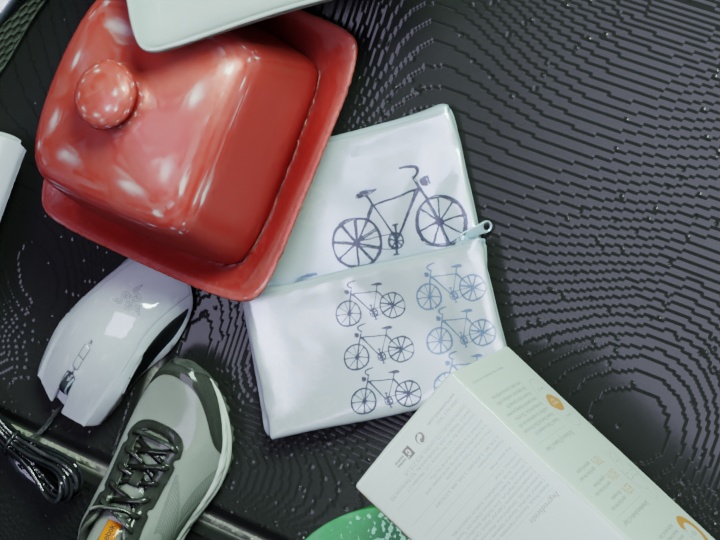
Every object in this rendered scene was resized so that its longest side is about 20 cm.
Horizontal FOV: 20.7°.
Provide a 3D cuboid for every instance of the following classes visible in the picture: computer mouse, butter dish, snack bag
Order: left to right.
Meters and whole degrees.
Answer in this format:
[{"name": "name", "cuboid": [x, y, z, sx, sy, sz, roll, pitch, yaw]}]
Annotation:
[{"name": "computer mouse", "cuboid": [-0.197, 0.067, 1.389, 0.110, 0.044, 0.200, 44, 107, 17]}, {"name": "butter dish", "cuboid": [-0.134, -0.103, 1.292, 0.200, 0.148, 0.200, 23, 94, 25]}, {"name": "snack bag", "cuboid": [0.000, 0.000, 1.316, 0.189, 0.021, 0.200, -12, 86, 23]}]

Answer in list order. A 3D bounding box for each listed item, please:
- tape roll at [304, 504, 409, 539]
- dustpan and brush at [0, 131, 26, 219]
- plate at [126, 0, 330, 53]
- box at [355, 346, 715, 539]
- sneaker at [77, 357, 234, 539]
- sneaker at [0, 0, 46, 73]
[{"name": "tape roll", "cuboid": [0.032, 0.252, 1.293, 0.200, 0.048, 0.201, 1, 92, 23]}, {"name": "dustpan and brush", "cuboid": [-0.343, -0.054, 1.451, 0.200, 0.057, 0.140, 18, 87, 15]}, {"name": "plate", "cuboid": [-0.063, -0.236, 1.275, 0.200, 0.032, 0.200, -16, 61, 0]}, {"name": "box", "cuboid": [0.116, 0.154, 1.204, 0.200, 0.124, 0.097, 43, 107, 11]}, {"name": "sneaker", "cuboid": [-0.147, 0.157, 1.351, 0.074, 0.079, 0.200, 23, 98, 23]}, {"name": "sneaker", "cuboid": [-0.305, -0.209, 1.403, 0.146, 0.077, 0.202, 37, 94, 7]}]
